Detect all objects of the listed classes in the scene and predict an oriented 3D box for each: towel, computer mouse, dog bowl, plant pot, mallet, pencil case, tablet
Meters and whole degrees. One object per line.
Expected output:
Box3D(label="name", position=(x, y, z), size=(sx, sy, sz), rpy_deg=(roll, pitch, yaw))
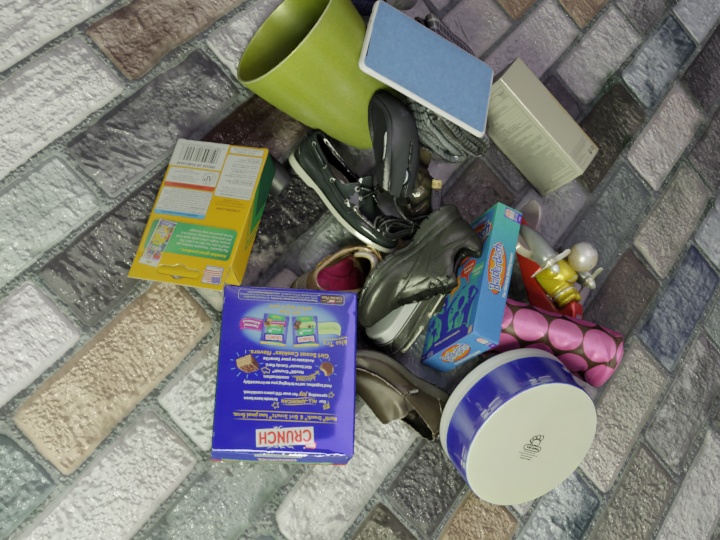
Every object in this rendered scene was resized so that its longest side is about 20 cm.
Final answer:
Box3D(label="towel", position=(0.128, -0.268, 1.321), size=(0.199, 0.084, 0.168), rpy_deg=(24, 57, -62))
Box3D(label="computer mouse", position=(0.073, -0.141, 1.205), size=(0.139, 0.046, 0.203), rpy_deg=(3, 82, -47))
Box3D(label="dog bowl", position=(0.209, 0.208, 1.178), size=(0.197, 0.202, 0.079), rpy_deg=(8, 25, -28))
Box3D(label="plant pot", position=(-0.037, -0.267, 1.236), size=(0.200, 0.186, 0.189), rpy_deg=(40, 56, -31))
Box3D(label="mallet", position=(-0.173, -0.086, 1.162), size=(0.066, 0.041, 0.200), rpy_deg=(49, 60, -7))
Box3D(label="pencil case", position=(0.261, 0.103, 1.242), size=(0.197, 0.095, 0.091), rpy_deg=(17, 21, 0))
Box3D(label="tablet", position=(0.093, -0.271, 1.199), size=(0.198, 0.014, 0.132), rpy_deg=(26, 56, -20))

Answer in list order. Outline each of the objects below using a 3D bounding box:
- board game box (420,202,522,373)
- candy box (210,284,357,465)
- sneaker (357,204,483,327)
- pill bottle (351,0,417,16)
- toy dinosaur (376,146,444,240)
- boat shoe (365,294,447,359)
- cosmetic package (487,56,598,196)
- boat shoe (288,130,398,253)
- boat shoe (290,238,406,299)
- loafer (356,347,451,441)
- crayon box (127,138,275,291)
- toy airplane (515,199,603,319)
Box3D(label="board game box", position=(0.153, 0.026, 1.238), size=(0.044, 0.152, 0.202), rpy_deg=(23, 61, -14))
Box3D(label="candy box", position=(-0.091, 0.128, 1.075), size=(0.166, 0.077, 0.203), rpy_deg=(4, 67, -5))
Box3D(label="sneaker", position=(0.077, 0.007, 1.164), size=(0.200, 0.076, 0.091), rpy_deg=(-45, 71, -1))
Box3D(label="pill bottle", position=(-0.009, -0.442, 1.338), size=(0.197, 0.111, 0.113), rpy_deg=(-4, 75, -31))
Box3D(label="toy dinosaur", position=(0.087, -0.103, 1.290), size=(0.102, 0.077, 0.202), rpy_deg=(-23, 88, -40))
Box3D(label="boat shoe", position=(0.084, 0.032, 1.238), size=(0.201, 0.070, 0.064), rpy_deg=(-51, 122, -15))
Box3D(label="cosmetic package", position=(0.274, -0.228, 1.431), size=(0.200, 0.103, 0.073), rpy_deg=(48, 55, -8))
Box3D(label="boat shoe", position=(-0.011, -0.112, 1.212), size=(0.200, 0.066, 0.074), rpy_deg=(48, 27, 16))
Box3D(label="boat shoe", position=(0.000, 0.000, 1.207), size=(0.199, 0.069, 0.074), rpy_deg=(-28, 86, -36))
Box3D(label="loafer", position=(0.040, 0.164, 1.170), size=(0.198, 0.073, 0.072), rpy_deg=(28, 61, -18))
Box3D(label="crayon box", position=(-0.191, -0.061, 1.094), size=(0.124, 0.052, 0.202), rpy_deg=(8, 63, 12))
Box3D(label="toy airplane", position=(0.286, -0.016, 1.334), size=(0.200, 0.140, 0.201), rpy_deg=(56, 31, -20))
